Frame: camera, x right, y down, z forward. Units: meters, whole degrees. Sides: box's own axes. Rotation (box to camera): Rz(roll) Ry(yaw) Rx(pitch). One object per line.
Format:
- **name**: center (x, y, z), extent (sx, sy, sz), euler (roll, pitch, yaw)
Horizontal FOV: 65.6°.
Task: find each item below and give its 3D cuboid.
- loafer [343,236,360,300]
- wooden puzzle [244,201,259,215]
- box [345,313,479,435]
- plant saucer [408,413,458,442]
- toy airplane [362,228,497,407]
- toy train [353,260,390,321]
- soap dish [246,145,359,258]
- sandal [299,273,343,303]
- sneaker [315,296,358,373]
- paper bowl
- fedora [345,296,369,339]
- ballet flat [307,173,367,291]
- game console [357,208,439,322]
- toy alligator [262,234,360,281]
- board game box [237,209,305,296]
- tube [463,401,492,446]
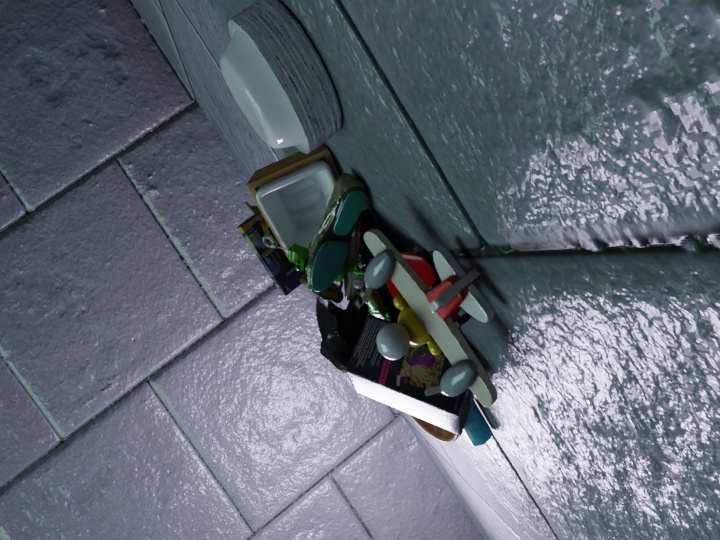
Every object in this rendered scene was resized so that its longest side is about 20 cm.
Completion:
- **loafer**: center (0.000, 0.000, 1.089), extent (0.201, 0.066, 0.078), euler (96, 169, -66)
- **wooden puzzle**: center (-0.151, -0.111, 1.260), extent (0.185, 0.194, 0.048), euler (-138, 52, -57)
- **box**: center (0.089, 0.170, 0.917), extent (0.195, 0.108, 0.123), euler (18, 157, 21)
- **plant saucer**: center (0.132, 0.247, 1.110), extent (0.199, 0.037, 0.203), euler (41, 150, 29)
- **toy airplane**: center (0.081, 0.060, 0.699), extent (0.200, 0.139, 0.202), euler (44, 165, 54)
- **toy train**: center (0.032, 0.052, 1.013), extent (0.041, 0.058, 0.201), euler (9, 154, 30)
- **soap dish**: center (-0.098, -0.122, 1.017), extent (0.202, 0.153, 0.083), euler (65, -175, -46)
- **sandal**: center (-0.067, 0.021, 1.093), extent (0.079, 0.055, 0.200), euler (32, 180, 9)
- **sneaker**: center (-0.034, 0.124, 1.077), extent (0.198, 0.058, 0.108), euler (18, 101, 58)
- **paper bowl**: center (-0.119, -0.255, 0.775), extent (0.202, 0.103, 0.201), euler (53, 172, 11)
- **fedora**: center (0.028, 0.101, 1.175), extent (0.090, 0.206, 0.200), euler (23, 178, -13)
- **ballet flat**: center (-0.045, -0.066, 0.921), extent (0.076, 0.066, 0.204), euler (54, 130, 47)
- **game console**: center (0.083, 0.008, 0.913), extent (0.175, 0.115, 0.203), euler (-87, -23, -48)
- **toy alligator**: center (-0.089, -0.015, 0.986), extent (0.194, 0.055, 0.060), euler (14, 133, 4)
- **board game box**: center (-0.125, -0.077, 1.138), extent (0.167, 0.198, 0.056), euler (55, 165, -14)
- **tube**: center (0.191, 0.249, 1.095), extent (0.076, 0.050, 0.203), euler (-19, 107, 44)
